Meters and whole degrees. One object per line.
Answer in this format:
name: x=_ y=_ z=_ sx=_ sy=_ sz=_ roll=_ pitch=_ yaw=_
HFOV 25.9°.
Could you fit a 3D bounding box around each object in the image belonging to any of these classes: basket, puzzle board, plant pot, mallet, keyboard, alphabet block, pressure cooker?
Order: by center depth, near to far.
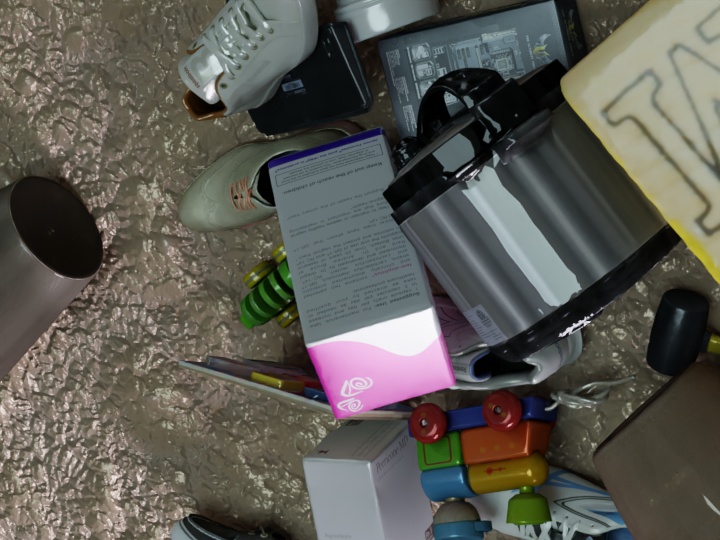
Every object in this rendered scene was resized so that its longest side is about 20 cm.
alphabet block: x=0.291 y=-0.132 z=1.072 sx=0.200 sy=0.195 sz=0.197 roll=-41 pitch=85 yaw=30
pressure cooker: x=0.114 y=-0.057 z=1.135 sx=0.176 sy=0.179 sz=0.200 roll=-38 pitch=90 yaw=35
plant pot: x=0.271 y=0.170 z=1.184 sx=0.175 sy=0.200 sz=0.200 roll=47 pitch=121 yaw=8
mallet: x=0.323 y=0.062 z=1.215 sx=0.199 sy=0.041 sz=0.066 roll=10 pitch=115 yaw=20
keyboard: x=-0.060 y=-0.177 z=1.280 sx=0.200 sy=0.021 sz=0.127 roll=-3 pitch=115 yaw=60
puzzle board: x=-0.045 y=0.098 z=1.327 sx=0.150 sy=0.200 sz=0.017 roll=16 pitch=90 yaw=22
basket: x=-0.352 y=0.007 z=1.488 sx=0.200 sy=0.136 sz=0.181 roll=-34 pitch=94 yaw=28

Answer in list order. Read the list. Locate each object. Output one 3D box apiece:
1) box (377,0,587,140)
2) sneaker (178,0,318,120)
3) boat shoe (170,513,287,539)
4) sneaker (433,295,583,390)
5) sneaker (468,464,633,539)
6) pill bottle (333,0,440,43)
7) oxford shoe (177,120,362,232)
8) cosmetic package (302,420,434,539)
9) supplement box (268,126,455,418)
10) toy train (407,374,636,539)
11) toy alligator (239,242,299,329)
box: x=0.113 y=-0.107 z=1.252 sx=0.157 sy=0.051 sz=0.201 roll=-9 pitch=102 yaw=29
sneaker: x=-0.093 y=-0.172 z=1.228 sx=0.073 sy=0.085 sz=0.200 roll=55 pitch=152 yaw=12
boat shoe: x=-0.086 y=0.276 z=1.486 sx=0.200 sy=0.069 sz=0.057 roll=26 pitch=98 yaw=15
sneaker: x=0.082 y=0.065 z=1.308 sx=0.200 sy=0.087 sz=0.075 roll=-8 pitch=105 yaw=30
sneaker: x=0.180 y=0.215 z=1.319 sx=0.200 sy=0.072 sz=0.072 roll=12 pitch=114 yaw=25
pill bottle: x=-0.007 y=-0.283 z=1.218 sx=0.110 sy=0.111 sz=0.200 roll=-14 pitch=100 yaw=30
oxford shoe: x=-0.090 y=-0.077 z=1.353 sx=0.200 sy=0.074 sz=0.071 roll=-23 pitch=96 yaw=31
cosmetic package: x=0.017 y=0.240 z=1.395 sx=0.074 sy=0.102 sz=0.201 roll=-2 pitch=108 yaw=27
supplement box: x=0.000 y=0.000 z=1.227 sx=0.103 sy=0.200 sz=0.101 roll=-17 pitch=137 yaw=2
toy train: x=0.139 y=0.158 z=1.290 sx=0.200 sy=0.085 sz=0.116 roll=-13 pitch=75 yaw=30
toy alligator: x=-0.050 y=-0.001 z=1.371 sx=0.200 sy=0.054 sz=0.059 roll=-40 pitch=87 yaw=32
